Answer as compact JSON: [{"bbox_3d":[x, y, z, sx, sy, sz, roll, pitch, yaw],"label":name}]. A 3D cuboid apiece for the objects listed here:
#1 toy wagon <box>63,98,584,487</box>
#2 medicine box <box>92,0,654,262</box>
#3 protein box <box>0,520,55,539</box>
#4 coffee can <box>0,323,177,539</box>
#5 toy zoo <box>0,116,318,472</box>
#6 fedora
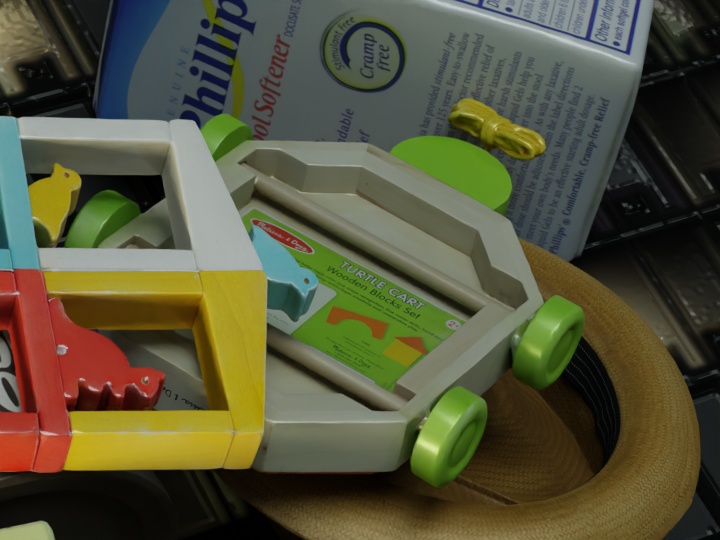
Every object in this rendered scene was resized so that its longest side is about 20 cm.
[{"bbox_3d":[0.000,0.000,1.005,0.155,0.040,0.200,29,39,20],"label":"toy wagon"},{"bbox_3d":[0.016,-0.119,1.152,0.199,0.103,0.183,16,39,1],"label":"medicine box"},{"bbox_3d":[-0.165,0.207,0.837,0.199,0.135,0.199,-11,55,-14],"label":"protein box"},{"bbox_3d":[-0.169,0.036,0.975,0.146,0.147,0.200,-16,57,-25],"label":"coffee can"},{"bbox_3d":[-0.108,0.005,0.908,0.199,0.021,0.132,1,50,-19],"label":"toy zoo"},{"bbox_3d":[0.020,0.062,1.038,0.199,0.082,0.201,6,41,-5],"label":"fedora"}]
